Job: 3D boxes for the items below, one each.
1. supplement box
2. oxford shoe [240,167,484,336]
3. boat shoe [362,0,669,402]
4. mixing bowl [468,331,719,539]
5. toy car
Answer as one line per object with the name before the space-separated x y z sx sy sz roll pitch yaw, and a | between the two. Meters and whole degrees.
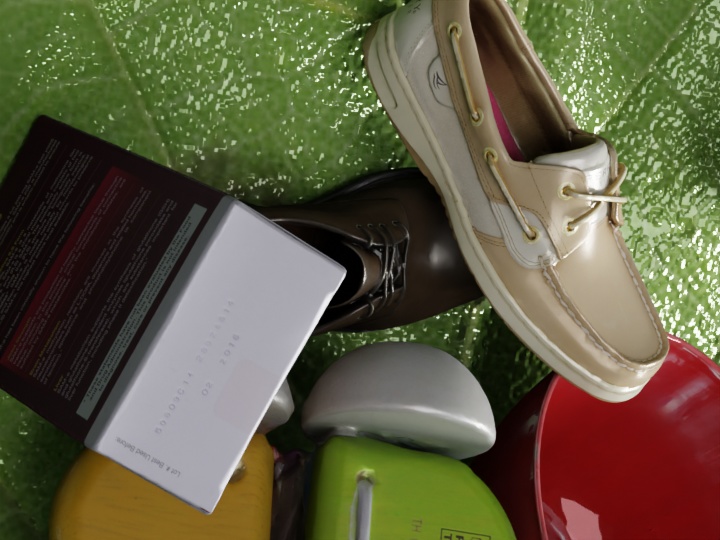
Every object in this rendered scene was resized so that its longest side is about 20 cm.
supplement box | -0.096 0.013 1.130 0.061 0.200 0.109 32 87 -31
oxford shoe | 0.000 0.000 1.247 0.199 0.084 0.073 -9 105 -27
boat shoe | 0.078 -0.038 1.238 0.201 0.069 0.074 56 38 1
mixing bowl | 0.110 0.137 1.300 0.199 0.108 0.201 25 52 -37
toy car | -0.036 0.123 1.214 0.199 0.150 0.176 7 70 -8
